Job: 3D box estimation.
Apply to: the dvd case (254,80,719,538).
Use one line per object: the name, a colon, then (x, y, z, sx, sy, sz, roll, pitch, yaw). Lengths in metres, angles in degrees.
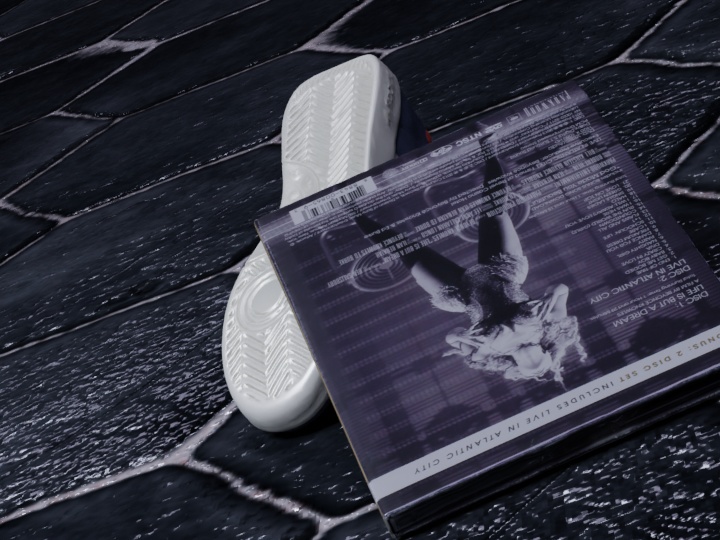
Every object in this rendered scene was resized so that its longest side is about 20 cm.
dvd case: (0.051, 0.008, 0.882, 0.148, 0.016, 0.200, -24, 36, -2)

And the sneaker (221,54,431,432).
sneaker: (0.000, 0.000, 1.007, 0.075, 0.085, 0.201, -15, 43, 32)
